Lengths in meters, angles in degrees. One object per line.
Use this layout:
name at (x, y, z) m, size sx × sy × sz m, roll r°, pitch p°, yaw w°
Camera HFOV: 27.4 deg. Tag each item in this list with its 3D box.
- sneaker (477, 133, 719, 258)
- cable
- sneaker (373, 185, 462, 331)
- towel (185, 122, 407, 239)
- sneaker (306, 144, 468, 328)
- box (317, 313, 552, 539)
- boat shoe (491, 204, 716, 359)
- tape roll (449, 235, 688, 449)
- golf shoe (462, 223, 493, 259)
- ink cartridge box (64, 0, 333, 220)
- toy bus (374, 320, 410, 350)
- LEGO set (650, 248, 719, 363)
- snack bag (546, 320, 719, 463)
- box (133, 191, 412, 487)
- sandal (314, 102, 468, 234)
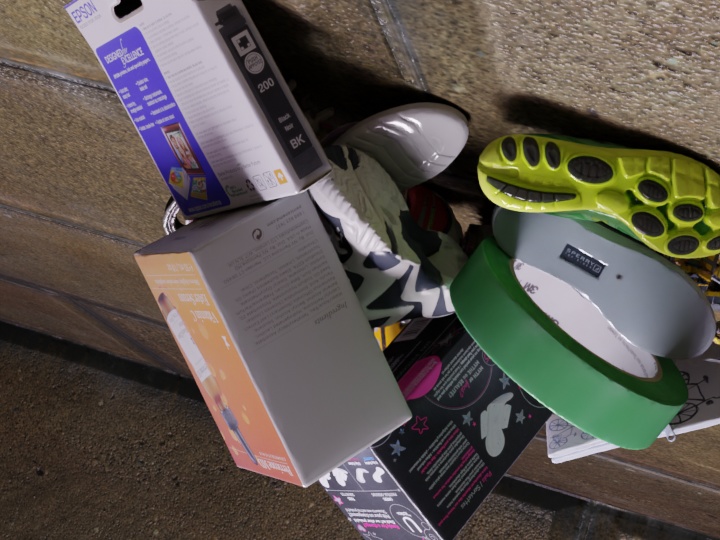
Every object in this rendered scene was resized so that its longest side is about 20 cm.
sneaker at (0.184, -0.065, 1.088) m, size 0.198 × 0.075 × 0.084 m, roll 16°, pitch -166°, yaw -3°
cable at (-0.106, -0.090, 1.212) m, size 0.200 × 0.051 × 0.097 m, roll -39°, pitch 124°, yaw 22°
sneaker at (0.000, 0.000, 1.340) m, size 0.085 × 0.200 × 0.077 m, roll 48°, pitch 170°, yaw -16°
towel at (-0.055, -0.062, 1.262) m, size 0.198 × 0.148 × 0.030 m, roll 10°, pitch -157°, yaw 13°
sneaker at (-0.012, -0.012, 1.178) m, size 0.129 × 0.080 × 0.199 m, roll -25°, pitch 142°, yaw 28°
box at (0.066, 0.125, 1.261) m, size 0.115 × 0.200 × 0.132 m, roll 53°, pitch 150°, yaw -14°
boat shoe at (0.198, -0.011, 1.176) m, size 0.199 × 0.071 × 0.091 m, roll 34°, pitch -157°, yaw -1°
tape roll at (0.162, 0.054, 1.149) m, size 0.199 × 0.048 × 0.201 m, roll 33°, pitch -161°, yaw -13°
golf shoe at (0.148, -0.001, 1.394) m, size 0.091 × 0.073 × 0.200 m, roll 1°, pitch 171°, yaw 18°
ink cartridge box at (-0.126, -0.141, 1.109) m, size 0.198 × 0.043 × 0.201 m, roll -7°, pitch 116°, yaw 59°
toy bus at (0.066, 0.045, 1.466) m, size 0.078 × 0.066 × 0.199 m, roll 10°, pitch -157°, yaw 38°
LEGO set at (0.253, 0.038, 1.271) m, size 0.199 × 0.117 × 0.153 m, roll 6°, pitch 162°, yaw 45°
snack bag at (0.264, 0.103, 1.343) m, size 0.198 × 0.022 × 0.189 m, roll -15°, pitch -160°, yaw 13°
box at (-0.072, 0.050, 1.158) m, size 0.152 × 0.106 × 0.201 m, roll -3°, pitch 114°, yaw 65°
sandal at (-0.001, -0.090, 1.181) m, size 0.202 × 0.050 × 0.082 m, roll -30°, pitch 137°, yaw 35°
